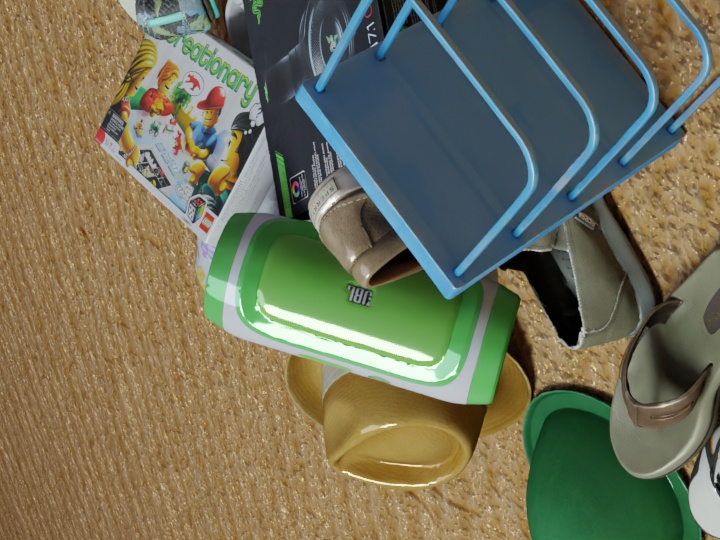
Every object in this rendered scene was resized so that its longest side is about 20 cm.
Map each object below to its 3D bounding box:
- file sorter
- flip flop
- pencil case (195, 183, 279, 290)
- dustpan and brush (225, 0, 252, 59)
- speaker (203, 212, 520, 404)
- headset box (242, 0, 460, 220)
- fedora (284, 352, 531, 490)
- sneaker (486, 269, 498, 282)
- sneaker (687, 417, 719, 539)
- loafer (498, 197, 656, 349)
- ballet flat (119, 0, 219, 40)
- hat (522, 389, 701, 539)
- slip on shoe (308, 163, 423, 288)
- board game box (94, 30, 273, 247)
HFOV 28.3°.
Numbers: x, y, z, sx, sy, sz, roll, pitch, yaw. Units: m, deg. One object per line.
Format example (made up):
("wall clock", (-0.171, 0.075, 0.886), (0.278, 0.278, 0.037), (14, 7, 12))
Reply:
("file sorter", (0.094, -0.110, 0.760), (0.139, 0.199, 0.123), (52, 148, 10))
("flip flop", (0.194, 0.059, 0.885), (0.082, 0.057, 0.201), (62, 152, 28))
("pencil case", (-0.105, -0.052, 1.220), (0.082, 0.091, 0.201), (22, 147, 10))
("dustpan and brush", (-0.073, -0.192, 1.086), (0.139, 0.057, 0.202), (-4, 114, 59))
("speaker", (0.001, 0.024, 0.940), (0.197, 0.089, 0.089), (16, 140, 7))
("headset box", (0.006, -0.137, 0.927), (0.199, 0.092, 0.177), (-20, 78, 62))
("fedora", (0.032, 0.112, 1.097), (0.197, 0.083, 0.202), (7, 143, 5))
("sneaker", (0.000, 0.000, 1.028), (0.082, 0.197, 0.078), (57, -143, -84))
("sneaker", (0.241, 0.119, 0.873), (0.074, 0.080, 0.201), (46, 151, 16))
("loafer", (0.117, -0.036, 0.926), (0.201, 0.069, 0.075), (57, 151, 2))
("ballet flat", (-0.158, -0.229, 1.096), (0.200, 0.073, 0.075), (-117, 10, -61))
("hat", (0.132, 0.203, 1.019), (0.199, 0.175, 0.168), (12, 128, 53))
("slip on shoe", (0.064, -0.032, 0.825), (0.076, 0.198, 0.061), (-53, 55, 41))
("board game box", (-0.126, -0.114, 1.107), (0.200, 0.034, 0.127), (38, 103, 45))
